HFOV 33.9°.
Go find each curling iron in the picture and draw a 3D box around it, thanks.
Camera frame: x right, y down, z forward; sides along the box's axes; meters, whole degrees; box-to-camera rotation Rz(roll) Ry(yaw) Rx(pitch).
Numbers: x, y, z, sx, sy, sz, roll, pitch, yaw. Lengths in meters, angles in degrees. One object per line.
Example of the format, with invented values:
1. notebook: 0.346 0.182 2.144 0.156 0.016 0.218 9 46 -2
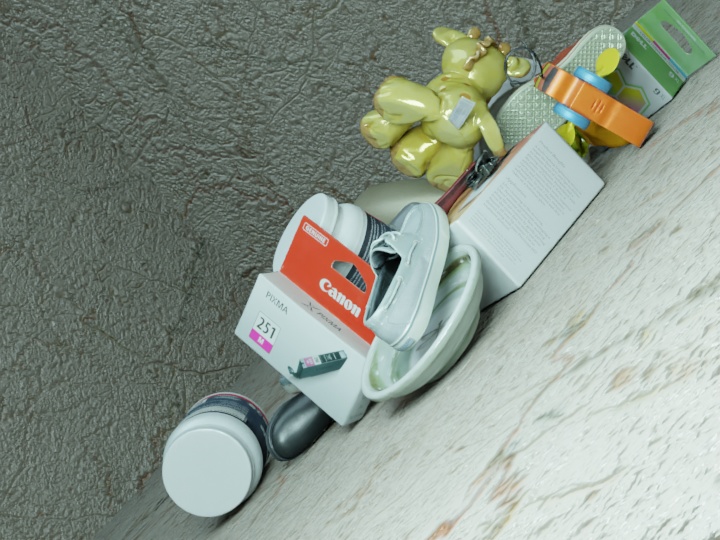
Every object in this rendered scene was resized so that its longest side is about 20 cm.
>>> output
1. curling iron: 0.087 -0.066 1.376 0.200 0.026 0.050 -45 1 3

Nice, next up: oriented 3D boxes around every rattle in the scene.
1. rattle: 0.238 -0.124 1.525 0.199 0.131 0.143 -31 41 -21

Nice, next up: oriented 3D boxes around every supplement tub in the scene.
1. supplement tub: 0.000 0.000 1.566 0.140 0.199 0.141 -46 26 30
2. supplement tub: -0.203 0.260 1.685 0.140 0.140 0.200 -44 4 6

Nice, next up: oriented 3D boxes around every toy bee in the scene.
1. toy bee: 0.258 -0.223 1.427 0.131 0.200 0.109 -40 20 6

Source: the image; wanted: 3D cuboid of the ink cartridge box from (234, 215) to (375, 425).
1. ink cartridge box: -0.046 0.059 1.431 0.043 0.200 0.174 -11 -48 -53

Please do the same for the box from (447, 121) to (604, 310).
1. box: 0.168 -0.056 1.409 0.200 0.106 0.152 -47 4 -32

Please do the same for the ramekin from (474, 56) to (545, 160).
1. ramekin: 0.231 -0.201 1.703 0.200 0.200 0.105 -44 21 5

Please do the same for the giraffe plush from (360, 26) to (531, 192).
1. giraffe plush: 0.117 -0.219 1.461 0.200 0.172 0.163 -28 29 55

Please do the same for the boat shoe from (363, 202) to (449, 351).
1. boat shoe: 0.046 -0.008 1.279 0.070 0.071 0.202 -40 27 43

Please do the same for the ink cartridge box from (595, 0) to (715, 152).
1. ink cartridge box: 0.358 -0.254 1.564 0.059 0.104 0.200 -47 5 -39

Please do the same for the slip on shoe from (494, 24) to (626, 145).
1. slip on shoe: 0.252 -0.234 1.506 0.200 0.074 0.061 -43 10 5

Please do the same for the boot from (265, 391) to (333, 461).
1. boot: -0.027 0.163 1.520 0.165 0.066 0.200 -49 10 -33

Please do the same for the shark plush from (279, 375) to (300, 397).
1. shark plush: -0.022 0.119 1.718 0.200 0.083 0.091 -45 3 -2

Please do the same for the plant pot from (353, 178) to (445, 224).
1. plant pot: 0.111 -0.064 1.811 0.187 0.188 0.200 -46 18 -33

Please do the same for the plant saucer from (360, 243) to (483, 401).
1. plant saucer: 0.078 0.066 1.282 0.200 0.050 0.200 -50 14 18

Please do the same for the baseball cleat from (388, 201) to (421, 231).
1. baseball cleat: 0.024 -0.014 1.681 0.070 0.106 0.201 32 98 47
